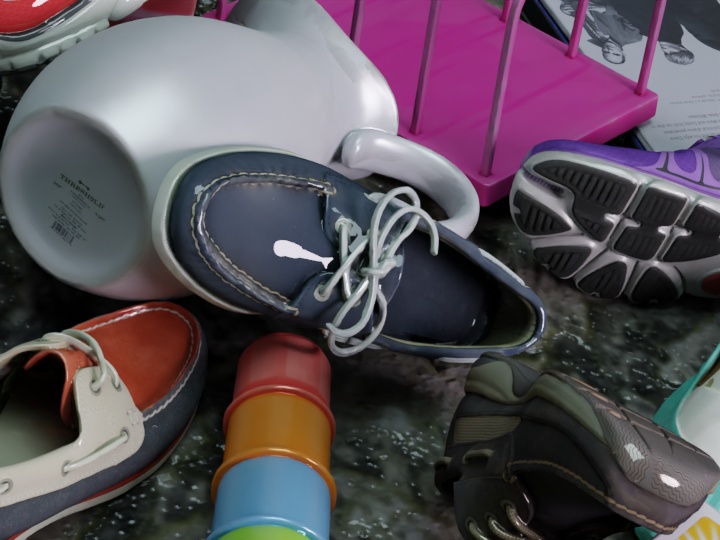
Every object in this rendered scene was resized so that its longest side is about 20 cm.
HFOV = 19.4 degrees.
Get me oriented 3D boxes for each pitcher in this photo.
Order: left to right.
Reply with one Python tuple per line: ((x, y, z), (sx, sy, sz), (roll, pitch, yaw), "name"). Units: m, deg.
((-0.049, -0.046, 0.944), (0.172, 0.121, 0.200), (34, 32, 17), "pitcher")

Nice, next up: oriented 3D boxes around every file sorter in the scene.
((0.041, -0.151, 1.060), (0.200, 0.126, 0.139), (33, 42, 31), "file sorter")

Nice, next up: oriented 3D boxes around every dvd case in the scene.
((0.188, -0.104, 1.152), (0.150, 0.025, 0.200), (-6, 46, -24), "dvd case")

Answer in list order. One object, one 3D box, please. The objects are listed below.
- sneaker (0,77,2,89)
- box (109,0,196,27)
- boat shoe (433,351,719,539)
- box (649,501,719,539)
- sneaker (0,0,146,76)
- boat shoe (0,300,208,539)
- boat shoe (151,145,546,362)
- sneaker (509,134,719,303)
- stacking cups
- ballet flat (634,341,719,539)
((-0.224, -0.048, 0.933), (0.077, 0.076, 0.200), (-1, 38, 16), "sneaker")
((-0.182, -0.192, 1.078), (0.200, 0.095, 0.103), (2, 41, -16), "box")
((0.078, 0.083, 0.808), (0.074, 0.073, 0.200), (28, -3, -9), "boat shoe")
((0.092, 0.187, 0.729), (0.112, 0.101, 0.200), (38, 45, 23), "box")
((-0.112, -0.168, 0.964), (0.077, 0.085, 0.200), (5, 39, 49), "sneaker")
((-0.128, 0.059, 0.835), (0.071, 0.063, 0.200), (32, 42, 22), "boat shoe")
((0.000, 0.000, 0.883), (0.062, 0.075, 0.200), (16, -7, 46), "boat shoe")
((0.162, -0.032, 1.021), (0.200, 0.081, 0.083), (9, 47, -22), "sneaker")
((-0.040, 0.103, 0.823), (0.060, 0.061, 0.200), (9, 36, -8), "stacking cups")
((0.175, 0.052, 0.933), (0.067, 0.070, 0.200), (27, 42, 13), "ballet flat")
